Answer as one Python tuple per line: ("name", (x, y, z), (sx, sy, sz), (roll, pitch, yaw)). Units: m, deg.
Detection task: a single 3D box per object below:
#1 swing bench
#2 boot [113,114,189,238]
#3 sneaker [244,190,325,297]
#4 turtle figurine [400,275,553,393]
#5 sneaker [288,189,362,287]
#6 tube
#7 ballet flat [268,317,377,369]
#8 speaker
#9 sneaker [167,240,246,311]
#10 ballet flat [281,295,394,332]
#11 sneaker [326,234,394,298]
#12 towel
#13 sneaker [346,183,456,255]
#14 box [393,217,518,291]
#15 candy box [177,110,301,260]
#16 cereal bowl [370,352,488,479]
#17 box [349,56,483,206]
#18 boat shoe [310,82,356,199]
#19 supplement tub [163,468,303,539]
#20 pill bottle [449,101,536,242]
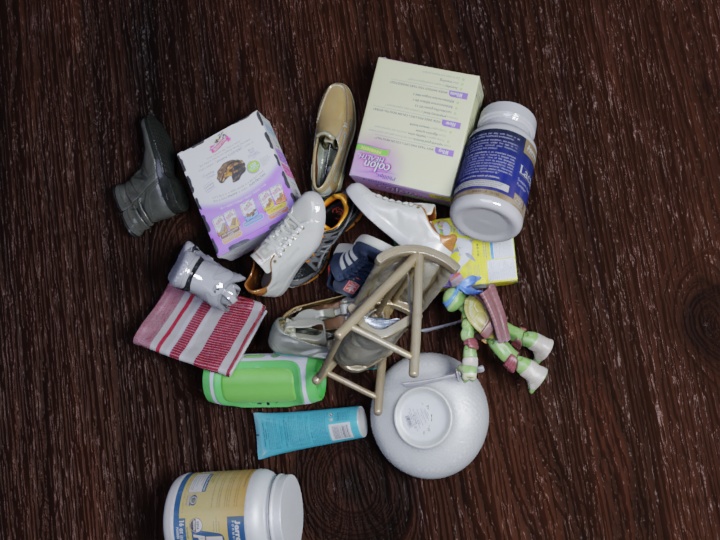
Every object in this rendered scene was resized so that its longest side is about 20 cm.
("swing bench", (0.035, 0.079, 1.236), (0.128, 0.200, 0.202), (26, 60, -1))
("boot", (-0.397, -0.171, 1.488), (0.129, 0.068, 0.203), (-21, 78, 16))
("sneaker", (-0.125, -0.038, 1.338), (0.073, 0.084, 0.202), (40, 113, 28))
("turtle figurine", (0.190, 0.120, 1.292), (0.192, 0.144, 0.202), (30, 100, -1))
("sneaker", (-0.075, -0.059, 1.392), (0.078, 0.077, 0.201), (37, 95, 12))
("tube", (-0.088, 0.266, 1.378), (0.197, 0.050, 0.079), (-11, 78, 17))
("ballet flat", (-0.050, 0.116, 1.340), (0.196, 0.068, 0.065), (10, 113, -10))
("speaker", (-0.160, 0.183, 1.382), (0.196, 0.088, 0.090), (-3, 83, 13))
("sneaker", (-0.260, 0.013, 1.391), (0.114, 0.200, 0.076), (30, 91, -14))
("ballet flat", (-0.040, 0.075, 1.376), (0.197, 0.063, 0.070), (-15, 79, 11))
("sneaker", (0.000, 0.000, 1.312), (0.074, 0.200, 0.086), (27, 75, -15))
("towel", (-0.274, 0.092, 1.406), (0.197, 0.023, 0.145), (16, 60, 21))
("sneaker", (0.070, -0.089, 1.314), (0.199, 0.073, 0.085), (40, 97, 10))
("box", (0.154, -0.027, 1.350), (0.196, 0.048, 0.120), (-5, 82, 11))
("candy box", (-0.202, -0.146, 1.434), (0.166, 0.071, 0.203), (-25, 80, 10))
("cereal bowl", (0.107, 0.233, 1.315), (0.196, 0.083, 0.204), (-1, 84, 12))
("box", (0.095, -0.226, 1.360), (0.173, 0.097, 0.203), (13, 86, 14))
("boat shoe", (-0.049, -0.227, 1.404), (0.070, 0.076, 0.204), (3, 84, 13))
("supplement tub", (-0.204, 0.399, 1.337), (0.196, 0.145, 0.147), (-6, 83, 13))
("pill bottle", (0.214, -0.157, 1.290), (0.114, 0.116, 0.203), (10, 64, 14))
